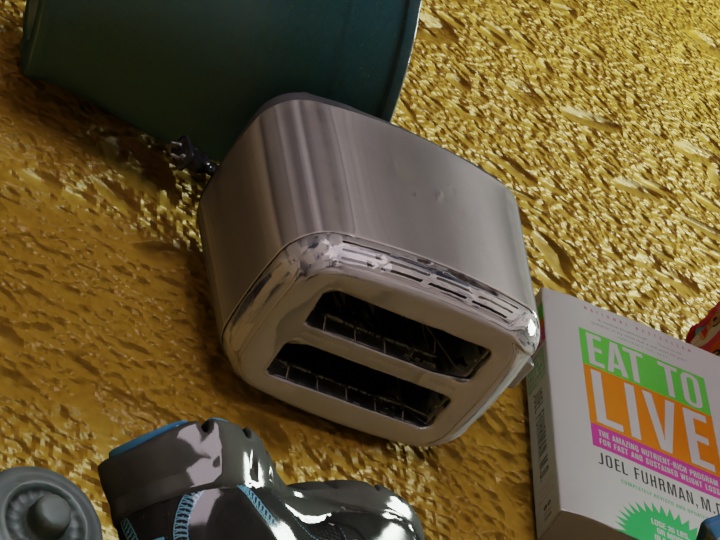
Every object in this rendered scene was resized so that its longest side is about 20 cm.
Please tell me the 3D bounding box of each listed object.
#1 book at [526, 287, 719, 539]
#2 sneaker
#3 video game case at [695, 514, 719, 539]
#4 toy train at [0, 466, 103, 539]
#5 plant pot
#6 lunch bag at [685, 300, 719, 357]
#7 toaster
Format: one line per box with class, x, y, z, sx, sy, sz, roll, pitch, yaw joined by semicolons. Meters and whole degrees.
book;0.155;0.102;0.907;0.133;0.048;0.201;25;31;-14
sneaker;-0.031;0.120;0.612;0.200;0.073;0.083;31;41;-56
video game case;0.182;0.220;0.657;0.018;0.144;0.201;-14;48;-16
toy train;-0.163;0.106;0.496;0.199;0.085;0.115;26;42;-26
plant pot;-0.084;-0.154;0.876;0.186;0.201;0.201;9;35;-18
lunch bag;0.302;0.102;1.028;0.175;0.082;0.201;30;28;-14
toaster;0.000;0.000;0.804;0.199;0.114;0.130;23;32;-28
